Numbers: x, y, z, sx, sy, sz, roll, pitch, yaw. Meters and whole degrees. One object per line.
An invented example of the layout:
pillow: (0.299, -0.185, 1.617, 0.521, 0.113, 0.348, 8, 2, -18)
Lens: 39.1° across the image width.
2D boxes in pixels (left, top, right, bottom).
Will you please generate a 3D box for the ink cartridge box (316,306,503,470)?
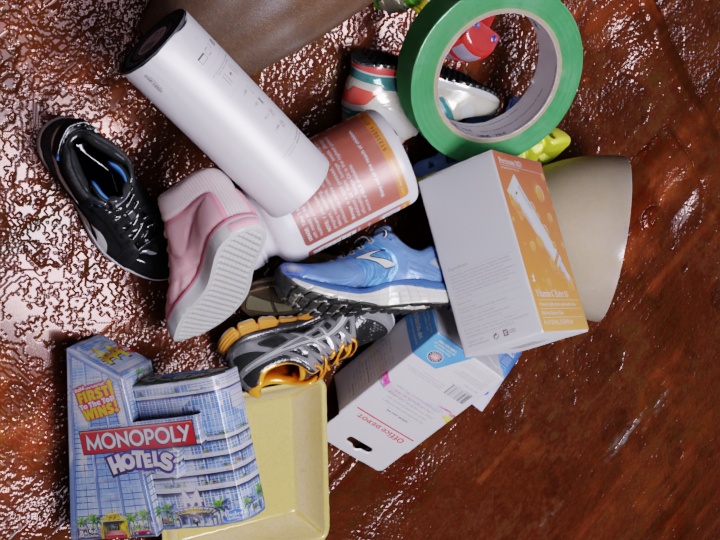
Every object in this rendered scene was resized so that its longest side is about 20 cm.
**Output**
ink cartridge box: (0.051, 0.135, 1.177, 0.115, 0.068, 0.200, 36, 116, -29)

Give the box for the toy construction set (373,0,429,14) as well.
toy construction set: (0.067, -0.359, 1.102, 0.200, 0.092, 0.131, -46, 119, -1)

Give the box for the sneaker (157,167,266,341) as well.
sneaker: (-0.158, -0.020, 0.997, 0.075, 0.105, 0.200, -18, 154, -36)

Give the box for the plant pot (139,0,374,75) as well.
plant pot: (-0.109, -0.270, 0.976, 0.200, 0.187, 0.187, -43, 120, 8)

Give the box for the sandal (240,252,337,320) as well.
sandal: (-0.046, 0.005, 1.124, 0.200, 0.055, 0.082, -18, 150, -24)

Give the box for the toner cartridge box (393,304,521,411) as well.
toner cartridge box: (0.102, 0.080, 1.237, 0.200, 0.043, 0.095, 39, 83, -30)

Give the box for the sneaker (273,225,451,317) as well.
sneaker: (0.000, 0.000, 1.070, 0.200, 0.079, 0.089, 1, 75, -29)

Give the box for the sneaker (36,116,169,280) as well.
sneaker: (-0.231, -0.057, 0.978, 0.073, 0.112, 0.200, -44, 118, -13)

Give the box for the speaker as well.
speaker: (-0.119, -0.139, 0.931, 0.200, 0.081, 0.081, 44, 78, -30)

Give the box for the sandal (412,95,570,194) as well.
sandal: (0.144, -0.146, 1.205, 0.200, 0.079, 0.087, -21, 75, -17)

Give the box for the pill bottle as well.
pill bottle: (-0.050, -0.079, 1.067, 0.200, 0.112, 0.112, -27, 113, -7)

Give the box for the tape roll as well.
tape roll: (0.139, -0.215, 1.091, 0.200, 0.048, 0.201, -9, 122, -15)

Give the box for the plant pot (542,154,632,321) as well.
plant pot: (0.234, -0.047, 1.220, 0.134, 0.200, 0.200, 9, 98, 4)

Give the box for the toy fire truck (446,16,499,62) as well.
toy fire truck: (0.173, -0.325, 1.132, 0.049, 0.141, 0.200, 29, 86, -31)

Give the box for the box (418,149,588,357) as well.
box: (0.156, -0.016, 1.103, 0.124, 0.097, 0.200, 2, 71, -55)

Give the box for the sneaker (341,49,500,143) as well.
sneaker: (0.064, -0.186, 1.155, 0.200, 0.070, 0.093, 6, 116, -32)

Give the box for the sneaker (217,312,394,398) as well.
sneaker: (-0.052, 0.086, 1.114, 0.200, 0.077, 0.078, -14, 149, -18)

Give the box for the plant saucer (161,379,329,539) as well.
plant saucer: (-0.135, 0.223, 1.131, 0.200, 0.048, 0.200, -8, 104, -29)

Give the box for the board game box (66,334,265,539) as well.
board game box: (-0.213, 0.160, 1.015, 0.062, 0.200, 0.200, -29, 109, -68)
